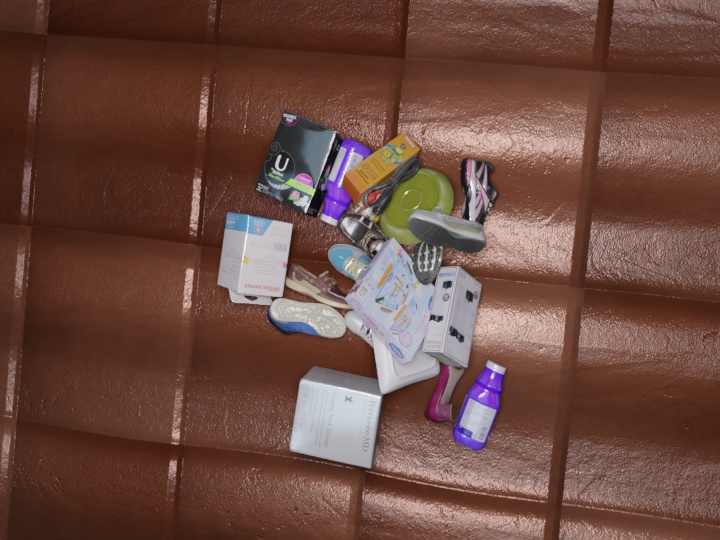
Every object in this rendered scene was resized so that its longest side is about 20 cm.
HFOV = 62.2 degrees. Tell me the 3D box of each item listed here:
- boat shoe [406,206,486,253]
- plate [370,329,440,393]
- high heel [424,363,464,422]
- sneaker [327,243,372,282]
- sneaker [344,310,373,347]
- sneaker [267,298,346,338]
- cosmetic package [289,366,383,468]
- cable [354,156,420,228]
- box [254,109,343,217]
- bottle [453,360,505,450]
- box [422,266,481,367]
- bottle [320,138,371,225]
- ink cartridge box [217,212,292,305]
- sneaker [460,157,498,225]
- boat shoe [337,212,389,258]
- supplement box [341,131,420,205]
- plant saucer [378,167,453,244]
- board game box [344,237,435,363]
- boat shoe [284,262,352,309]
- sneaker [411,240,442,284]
[{"bbox_3d":[0.192,-0.097,1.334,0.196,0.075,0.067,13,57,-18],"label":"boat shoe"},{"bbox_3d":[0.112,0.167,1.404,0.032,0.195,0.207,-8,91,52],"label":"plate"},{"bbox_3d":[0.198,0.263,1.451,0.094,0.066,0.207,-7,66,46],"label":"high heel"},{"bbox_3d":[0.000,0.000,1.430,0.196,0.130,0.081,31,96,6],"label":"sneaker"},{"bbox_3d":[0.045,0.160,1.457,0.197,0.072,0.073,33,96,7],"label":"sneaker"},{"bbox_3d":[-0.137,0.123,1.476,0.194,0.111,0.079,13,74,-16],"label":"sneaker"},{"bbox_3d":[-0.049,0.343,1.424,0.193,0.166,0.174,10,92,6],"label":"cosmetic package"},{"bbox_3d":[0.059,-0.197,1.389,0.050,0.097,0.202,29,80,41],"label":"cable"},{"bbox_3d":[-0.144,-0.255,1.448,0.145,0.124,0.206,23,93,7],"label":"box"},{"bbox_3d":[0.289,0.318,1.423,0.081,0.065,0.206,20,93,6],"label":"bottle"},{"bbox_3d":[0.213,0.108,1.378,0.059,0.115,0.207,-3,67,42],"label":"box"},{"bbox_3d":[-0.041,-0.213,1.456,0.065,0.082,0.206,28,99,41],"label":"bottle"},{"bbox_3d":[-0.259,-0.025,1.442,0.124,0.126,0.208,12,93,51],"label":"ink cartridge box"},{"bbox_3d":[0.288,-0.164,1.420,0.083,0.080,0.208,-2,97,-4],"label":"sneaker"},{"bbox_3d":[0.032,-0.072,1.439,0.196,0.073,0.076,32,95,-6],"label":"boat shoe"},{"bbox_3d":[0.049,-0.243,1.412,0.198,0.069,0.067,-39,79,-22],"label":"supplement box"},{"bbox_3d":[0.124,-0.161,1.412,0.194,0.031,0.206,-13,61,24],"label":"plant saucer"},{"bbox_3d":[0.083,0.066,1.354,0.200,0.201,0.041,48,141,-12],"label":"board game box"},{"bbox_3d":[-0.092,0.037,1.475,0.195,0.072,0.074,22,95,13],"label":"boat shoe"},{"bbox_3d":[0.174,-0.059,1.411,0.075,0.088,0.207,-1,69,28],"label":"sneaker"}]
